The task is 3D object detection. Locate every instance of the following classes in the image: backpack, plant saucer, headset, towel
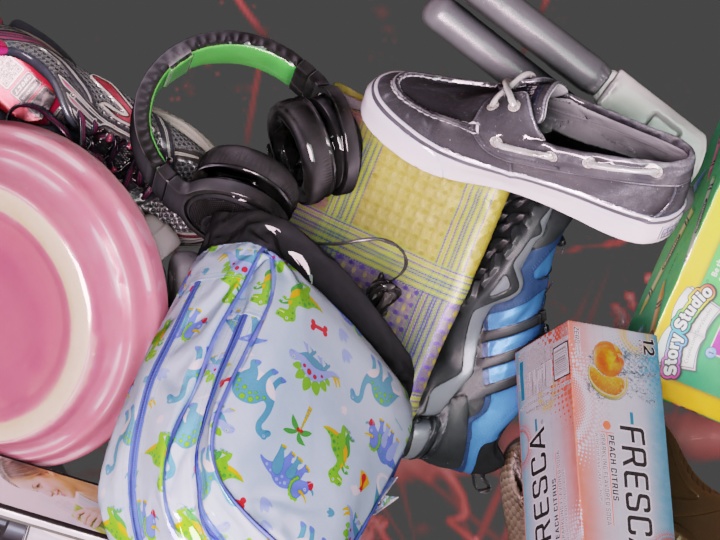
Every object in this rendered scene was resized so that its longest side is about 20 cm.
[{"bbox_3d":[-0.055,0.090,1.071,0.200,0.153,0.163,-52,120,-25],"label":"backpack"},{"bbox_3d":[-0.206,0.018,1.124,0.199,0.051,0.202,5,104,20],"label":"plant saucer"},{"bbox_3d":[-0.050,-0.049,1.179,0.123,0.094,0.200,-38,77,-27],"label":"headset"},{"bbox_3d":[0.000,0.000,1.217,0.143,0.023,0.201,24,97,21],"label":"towel"}]

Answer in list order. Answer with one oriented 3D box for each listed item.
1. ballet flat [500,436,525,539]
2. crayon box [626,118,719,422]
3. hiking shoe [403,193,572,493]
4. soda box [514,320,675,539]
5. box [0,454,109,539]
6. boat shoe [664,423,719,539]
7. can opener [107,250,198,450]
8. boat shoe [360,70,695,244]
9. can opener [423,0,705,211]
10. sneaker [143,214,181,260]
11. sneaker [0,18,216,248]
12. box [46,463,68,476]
[{"bbox_3d":[0.131,0.202,1.282,0.067,0.046,0.201,-14,101,-2],"label":"ballet flat"},{"bbox_3d":[0.253,-0.001,1.249,0.118,0.058,0.201,22,98,-8],"label":"crayon box"},{"bbox_3d":[0.087,0.035,1.244,0.086,0.074,0.201,23,103,-24],"label":"hiking shoe"},{"bbox_3d":[0.137,0.134,1.162,0.068,0.064,0.201,10,65,-25],"label":"soda box"},{"bbox_3d":[-0.164,0.183,1.130,0.199,0.060,0.117,19,111,-9],"label":"box"},{"bbox_3d":[0.177,0.146,1.260,0.200,0.064,0.071,44,57,-12],"label":"boat shoe"},{"bbox_3d":[-0.117,0.086,1.165,0.052,0.066,0.201,-2,113,-23],"label":"can opener"},{"bbox_3d":[0.096,-0.082,1.150,0.199,0.072,0.068,24,135,14],"label":"boat shoe"},{"bbox_3d":[0.129,-0.113,1.210,0.200,0.066,0.053,38,94,-4],"label":"can opener"},{"bbox_3d":[-0.215,-0.012,1.187,0.199,0.074,0.116,-27,96,11],"label":"sneaker"},{"bbox_3d":[-0.162,-0.075,1.192,0.199,0.075,0.081,32,96,-10],"label":"sneaker"},{"bbox_3d":[-0.232,0.236,1.228,0.181,0.104,0.201,-28,101,2],"label":"box"}]
